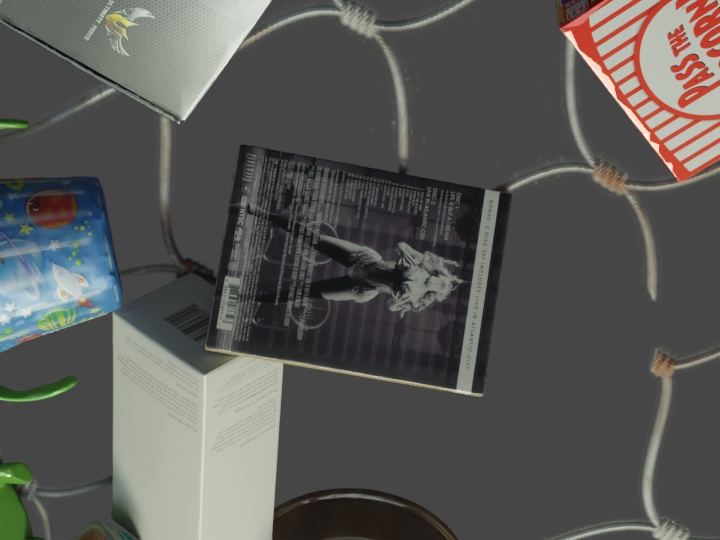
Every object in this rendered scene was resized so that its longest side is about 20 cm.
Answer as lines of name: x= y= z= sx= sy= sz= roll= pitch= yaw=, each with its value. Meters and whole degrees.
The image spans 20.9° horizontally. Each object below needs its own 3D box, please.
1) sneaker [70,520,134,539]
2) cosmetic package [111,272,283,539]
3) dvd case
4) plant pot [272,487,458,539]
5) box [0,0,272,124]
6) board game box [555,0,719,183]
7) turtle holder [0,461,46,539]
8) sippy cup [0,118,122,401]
sneaker: x=-0.188 y=0.242 z=1.527 sx=0.080 sy=0.071 sz=0.200 roll=16 pitch=164 yaw=-17
cosmetic package: x=-0.124 y=0.119 z=1.449 sx=0.108 sy=0.085 sz=0.200 roll=32 pitch=133 yaw=33
dvd case: x=0.000 y=0.000 z=1.379 sx=0.200 sy=0.016 sz=0.149 roll=10 pitch=79 yaw=-5
plant pot: x=-0.008 y=0.310 z=1.533 sx=0.200 sy=0.198 sz=0.201 roll=0 pitch=123 yaw=0
box: x=-0.123 y=-0.207 z=1.189 sx=0.158 sy=0.051 sz=0.200 roll=29 pitch=120 yaw=-19
board game box: x=0.255 y=-0.171 z=1.302 sx=0.200 sy=0.046 sz=0.152 roll=-33 pitch=117 yaw=20
turtle holder: x=-0.335 y=0.208 z=1.506 sx=0.132 sy=0.141 sz=0.186 roll=-10 pitch=134 yaw=27
sippy cup: x=-0.238 y=-0.009 z=1.372 sx=0.130 sy=0.140 sz=0.178 roll=-10 pitch=133 yaw=-6
